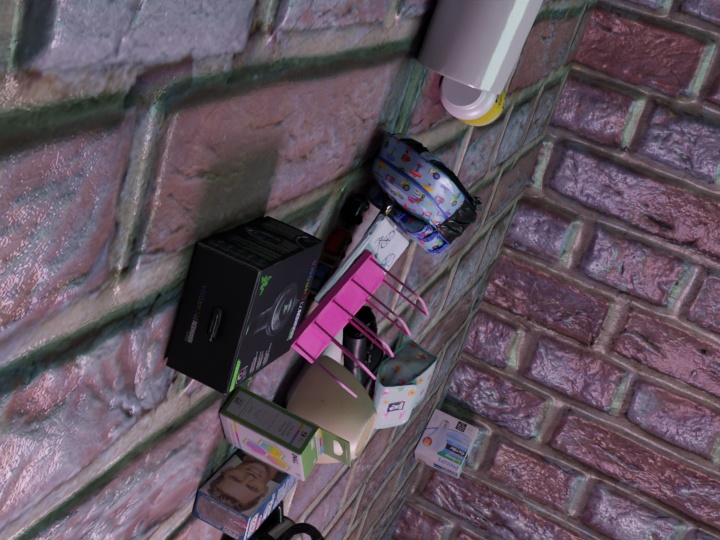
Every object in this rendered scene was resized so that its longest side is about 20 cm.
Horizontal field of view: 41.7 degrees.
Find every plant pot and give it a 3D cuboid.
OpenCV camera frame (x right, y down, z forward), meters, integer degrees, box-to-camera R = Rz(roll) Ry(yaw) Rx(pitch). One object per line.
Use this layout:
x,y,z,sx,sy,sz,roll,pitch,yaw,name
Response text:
-0.048,0.274,1.743,0.200,0.134,0.200,-59,164,-28,plant pot

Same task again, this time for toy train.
-0.039,-0.042,1.581,0.200,0.034,0.046,-63,163,-10,toy train

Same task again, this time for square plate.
-0.094,0.221,1.818,0.198,0.028,0.200,-55,162,-35,square plate

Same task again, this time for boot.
0.007,0.139,1.943,0.200,0.076,0.168,-64,163,-56,boot

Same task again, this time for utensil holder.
0.202,-0.417,1.581,0.200,0.170,0.170,-68,166,19,utensil holder

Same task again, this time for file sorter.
0.003,0.096,1.571,0.200,0.125,0.139,-49,161,-6,file sorter

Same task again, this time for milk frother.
-0.145,0.531,1.794,0.188,0.200,0.181,-4,113,-74,milk frother

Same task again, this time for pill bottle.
0.218,-0.347,1.851,0.112,0.112,0.200,-68,166,9,pill bottle

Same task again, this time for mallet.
0.004,-0.043,1.628,0.200,0.041,0.066,-54,169,22,mallet

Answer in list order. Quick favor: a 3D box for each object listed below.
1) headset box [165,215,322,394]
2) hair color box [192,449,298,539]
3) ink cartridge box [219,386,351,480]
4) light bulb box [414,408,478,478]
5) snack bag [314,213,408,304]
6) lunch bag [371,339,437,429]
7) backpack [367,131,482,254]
-0.148,0.040,1.206,0.200,0.093,0.174,-30,141,-66,headset box
-0.181,0.356,1.577,0.200,0.100,0.061,-41,151,-59,hair color box
-0.115,0.264,1.461,0.059,0.200,0.104,-57,163,-30,ink cartridge box
0.345,0.696,3.794,0.200,0.198,0.125,-62,163,-19,light bulb box
0.000,0.000,1.613,0.189,0.021,0.200,-51,161,1,snack bag
0.097,0.305,2.453,0.200,0.122,0.170,-39,153,-44,lunch bag
0.094,-0.140,1.629,0.135,0.183,0.200,-49,151,1,backpack
